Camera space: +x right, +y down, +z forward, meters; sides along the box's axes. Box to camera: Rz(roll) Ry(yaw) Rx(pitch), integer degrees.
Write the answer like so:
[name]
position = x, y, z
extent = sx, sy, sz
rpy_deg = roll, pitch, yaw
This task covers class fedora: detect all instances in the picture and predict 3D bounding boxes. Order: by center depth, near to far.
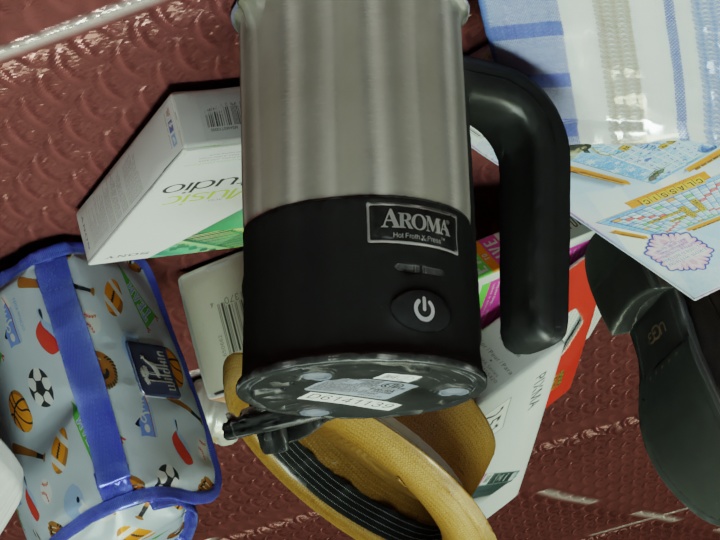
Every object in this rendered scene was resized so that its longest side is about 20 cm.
[fedora]
position = 0.013, 0.093, 1.617
extent = 0.082, 0.200, 0.201
rpy_deg = -50, 180, -22

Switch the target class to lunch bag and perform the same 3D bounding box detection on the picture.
[lunch bag]
position = -0.161, 0.085, 1.699
extent = 0.123, 0.171, 0.200
rpy_deg = -17, 166, -9

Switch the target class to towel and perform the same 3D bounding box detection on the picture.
[towel]
position = 0.158, -0.105, 1.349
extent = 0.199, 0.024, 0.147
rpy_deg = 2, 147, 14

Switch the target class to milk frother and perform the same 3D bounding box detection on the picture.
[milk frother]
position = -0.013, -0.019, 1.359
extent = 0.199, 0.189, 0.180
rpy_deg = -15, 159, 39

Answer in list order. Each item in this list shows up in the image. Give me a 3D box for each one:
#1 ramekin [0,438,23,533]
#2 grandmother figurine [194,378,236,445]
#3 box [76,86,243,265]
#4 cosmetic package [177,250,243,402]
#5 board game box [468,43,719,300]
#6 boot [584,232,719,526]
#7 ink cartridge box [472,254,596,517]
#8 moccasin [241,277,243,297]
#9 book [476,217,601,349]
[ramekin]
position = -0.286, 0.103, 1.641
extent = 0.094, 0.202, 0.202
rpy_deg = -50, 174, -15
[grandmother figurine]
position = -0.181, 0.126, 2.085
extent = 0.199, 0.061, 0.121
rpy_deg = -14, 175, 15
[box]
position = -0.061, -0.055, 1.522
extent = 0.143, 0.037, 0.200
rpy_deg = -8, 167, -22
[cosmetic package]
position = -0.022, 0.041, 1.824
extent = 0.103, 0.088, 0.200
rpy_deg = -21, 164, 23
[board game box]
position = 0.176, -0.077, 1.450
extent = 0.199, 0.041, 0.200
rpy_deg = 33, 142, -27
[boot]
position = 0.231, 0.038, 1.607
extent = 0.173, 0.201, 0.069
rpy_deg = -10, 163, -36
[ink cartridge box]
position = 0.099, 0.085, 1.776
extent = 0.173, 0.044, 0.200
rpy_deg = -34, 157, -24
[moccasin]
position = 0.000, 0.002, 1.583
extent = 0.077, 0.074, 0.201
rpy_deg = -12, 168, -24
[book]
position = 0.098, 0.018, 1.761
extent = 0.199, 0.048, 0.134
rpy_deg = -21, 150, -42
